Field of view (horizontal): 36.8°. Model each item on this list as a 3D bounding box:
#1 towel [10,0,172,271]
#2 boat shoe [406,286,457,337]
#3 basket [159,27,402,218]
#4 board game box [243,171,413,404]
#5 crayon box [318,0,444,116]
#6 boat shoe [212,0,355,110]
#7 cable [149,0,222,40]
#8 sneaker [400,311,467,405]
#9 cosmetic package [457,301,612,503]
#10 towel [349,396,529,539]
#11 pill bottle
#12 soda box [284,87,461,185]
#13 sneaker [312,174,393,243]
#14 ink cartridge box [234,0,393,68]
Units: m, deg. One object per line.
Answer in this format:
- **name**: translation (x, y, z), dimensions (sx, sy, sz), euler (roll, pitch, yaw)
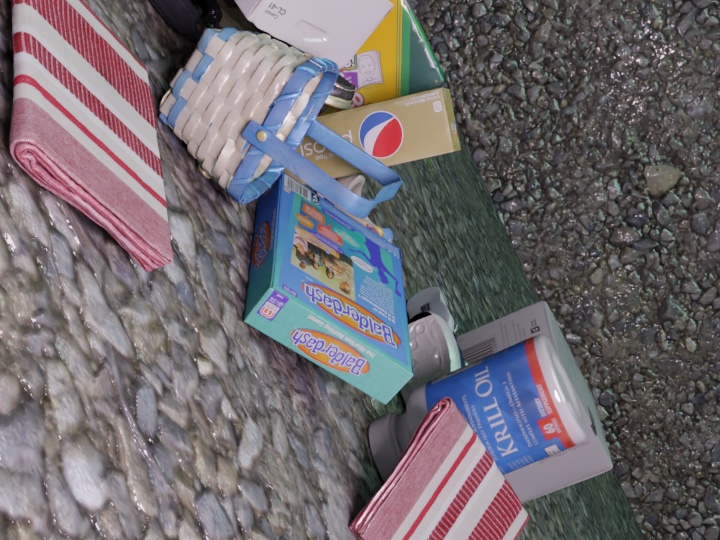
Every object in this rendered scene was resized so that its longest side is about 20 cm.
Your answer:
- **towel**: translation (-0.185, -0.111, 0.730), dimensions (0.144, 0.022, 0.202), euler (48, 21, -48)
- **boat shoe**: translation (0.095, 0.086, 1.396), dimensions (0.068, 0.071, 0.200), euler (60, 8, -15)
- **basket**: translation (-0.059, -0.117, 0.934), dimensions (0.198, 0.141, 0.176), euler (31, 14, 6)
- **board game box**: translation (-0.027, 0.010, 0.982), dimensions (0.151, 0.045, 0.201), euler (33, 26, -20)
- **crayon box**: translation (-0.022, -0.217, 1.172), dimensions (0.120, 0.197, 0.058), euler (61, 14, -16)
- **boat shoe**: translation (-0.082, -0.240, 1.099), dimensions (0.200, 0.066, 0.072), euler (37, 16, 7)
- **cable**: translation (-0.194, -0.319, 1.007), dimensions (0.200, 0.050, 0.165), euler (48, 22, -50)
- **sneaker**: translation (0.118, 0.157, 1.286), dimensions (0.146, 0.080, 0.204), euler (19, 54, -55)
- **cosmetic package**: translation (0.239, 0.191, 1.551), dimensions (0.201, 0.163, 0.166), euler (57, 17, -31)
- **towel**: translation (0.079, 0.228, 0.989), dimensions (0.023, 0.145, 0.201), euler (18, -28, 45)
- **pill bottle**: translation (0.112, 0.152, 1.067), dimensions (0.113, 0.197, 0.113), euler (58, 15, -26)
- **soda box**: translation (-0.003, -0.131, 1.091), dimensions (0.068, 0.196, 0.065), euler (-34, 111, -76)
- **sneaker**: translation (0.000, 0.000, 1.123), dimensions (0.203, 0.089, 0.075), euler (68, 14, 8)
- **ink cartridge box**: translation (-0.078, -0.302, 1.020), dimensions (0.147, 0.086, 0.201), euler (14, 35, -53)
